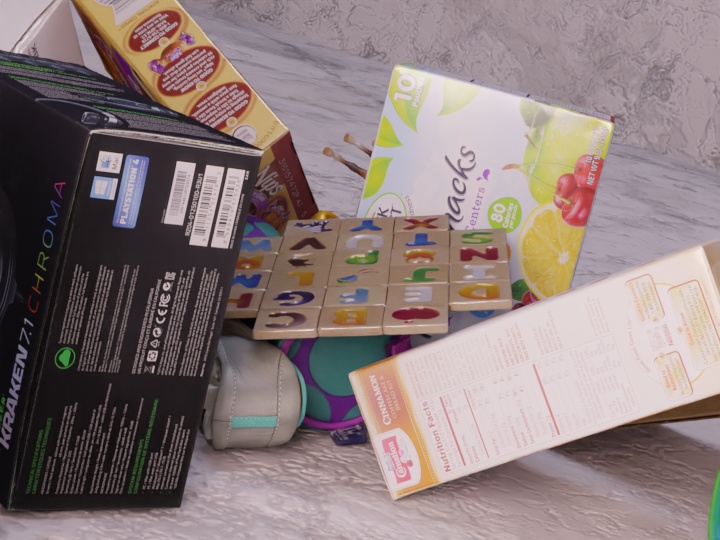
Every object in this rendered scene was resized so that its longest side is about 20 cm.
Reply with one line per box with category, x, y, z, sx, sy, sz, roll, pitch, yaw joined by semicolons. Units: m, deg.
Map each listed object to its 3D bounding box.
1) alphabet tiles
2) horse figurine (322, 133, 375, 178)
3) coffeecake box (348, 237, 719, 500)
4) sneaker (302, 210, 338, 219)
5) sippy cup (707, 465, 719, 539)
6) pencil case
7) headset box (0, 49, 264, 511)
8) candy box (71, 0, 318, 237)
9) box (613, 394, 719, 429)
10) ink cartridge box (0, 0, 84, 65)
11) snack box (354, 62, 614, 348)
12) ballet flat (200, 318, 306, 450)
alphabet tiles;0.000;0.000;0.948;0.165;0.006;0.200;-1;18;4
horse figurine;0.047;-0.100;1.798;0.132;0.050;0.200;28;-4;-27
coffeecake box;0.118;0.047;0.904;0.199;0.074;0.153;-21;-4;25
sneaker;-0.043;-0.008;1.198;0.199;0.083;0.078;20;13;29
sippy cup;0.264;0.125;0.854;0.130;0.140;0.179;22;51;-12
pencil case;-0.045;0.028;1.018;0.092;0.086;0.200;6;13;-27
headset box;-0.152;-0.005;0.816;0.092;0.175;0.200;6;15;-37
candy box;-0.114;-0.116;1.141;0.200;0.056;0.117;48;-10;25
box;0.230;0.079;1.056;0.199;0.021;0.163;-11;-6;36
ink cartridge box;-0.292;-0.126;1.194;0.199;0.147;0.083;10;44;19
snack box;0.066;-0.016;1.070;0.141;0.201;0.053;15;12;7
ballet flat;-0.097;0.043;0.939;0.063;0.068;0.200;-5;18;-28
